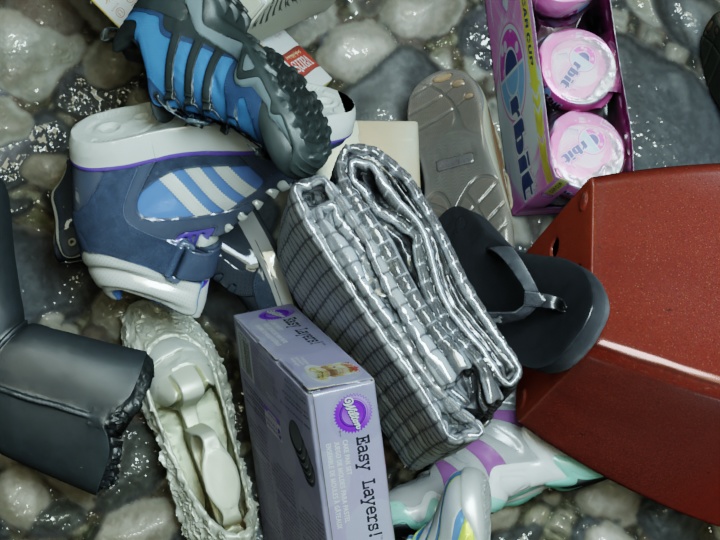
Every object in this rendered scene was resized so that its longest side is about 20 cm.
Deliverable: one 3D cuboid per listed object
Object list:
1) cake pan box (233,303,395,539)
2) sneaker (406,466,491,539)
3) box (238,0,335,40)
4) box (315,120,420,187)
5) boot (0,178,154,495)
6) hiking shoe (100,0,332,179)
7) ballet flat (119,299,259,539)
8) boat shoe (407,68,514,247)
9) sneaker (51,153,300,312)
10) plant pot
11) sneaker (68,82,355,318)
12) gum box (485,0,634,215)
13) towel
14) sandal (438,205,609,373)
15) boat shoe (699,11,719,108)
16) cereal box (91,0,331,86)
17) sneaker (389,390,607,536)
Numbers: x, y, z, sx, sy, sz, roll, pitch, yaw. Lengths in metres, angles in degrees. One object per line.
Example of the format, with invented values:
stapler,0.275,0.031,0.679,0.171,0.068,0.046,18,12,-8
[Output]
cake pan box,-0.031,0.134,1.512,0.052,0.200,0.186,-10,105,-16
sneaker,0.031,0.222,1.555,0.104,0.076,0.202,9,112,4
box,-0.069,-0.215,1.608,0.082,0.068,0.200,46,29,2
box,0.000,0.000,1.624,0.077,0.095,0.202,0,79,-10
boot,-0.221,0.041,1.561,0.167,0.076,0.202,14,91,-1
hiking shoe,-0.089,-0.115,1.458,0.087,0.074,0.200,-45,53,11
ballet flat,-0.113,0.108,1.592,0.071,0.072,0.202,-18,81,-14
boat shoe,0.082,-0.046,1.655,0.075,0.072,0.202,-8,72,17
sneaker,-0.137,-0.013,1.612,0.145,0.077,0.204,-28,93,-7
plant pot,0.212,0.039,1.574,0.175,0.200,0.201,12,61,-14
sneaker,-0.096,-0.042,1.535,0.198,0.081,0.148,-9,118,-5
gum box,0.145,-0.141,1.673,0.065,0.114,0.202,-4,79,-12
towel,0.028,0.025,1.490,0.085,0.166,0.201,-33,84,-13
sandal,0.094,0.012,1.523,0.043,0.200,0.077,21,96,-36
boat shoe,0.323,-0.108,1.723,0.073,0.076,0.202,-12,81,-17
cereal box,-0.119,-0.181,1.620,0.200,0.144,0.040,44,114,0
sneaker,0.085,0.106,1.632,0.198,0.078,0.141,-14,79,-23
